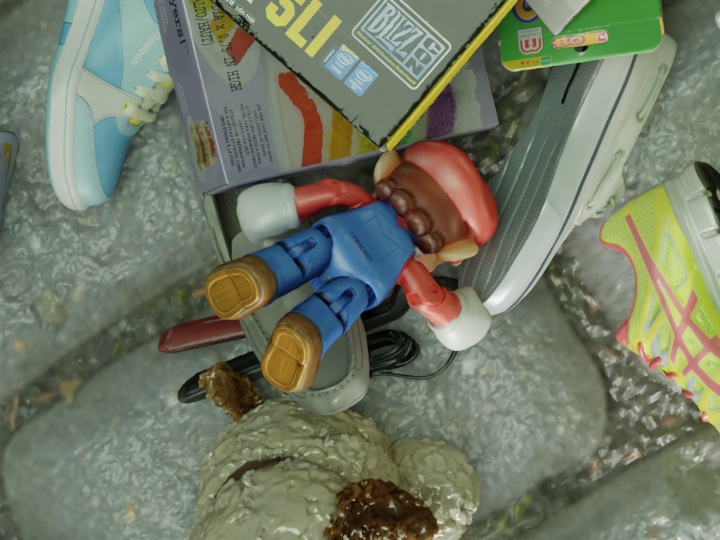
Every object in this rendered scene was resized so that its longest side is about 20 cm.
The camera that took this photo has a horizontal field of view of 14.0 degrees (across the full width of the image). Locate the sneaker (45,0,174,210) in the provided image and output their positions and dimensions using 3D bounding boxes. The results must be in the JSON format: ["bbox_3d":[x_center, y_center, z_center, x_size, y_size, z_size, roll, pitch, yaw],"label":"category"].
[{"bbox_3d":[-0.113,-0.126,1.769,0.130,0.080,0.201,12,96,11],"label":"sneaker"}]

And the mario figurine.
[{"bbox_3d":[0.000,0.000,1.680,0.106,0.200,0.124,6,118,44],"label":"mario figurine"}]

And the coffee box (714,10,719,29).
[{"bbox_3d":[0.336,-0.116,1.621,0.197,0.200,0.200,-37,85,11],"label":"coffee box"}]

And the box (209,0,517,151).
[{"bbox_3d":[-0.007,-0.190,1.628,0.200,0.049,0.160,41,101,1],"label":"box"}]

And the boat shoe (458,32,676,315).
[{"bbox_3d":[0.129,-0.058,1.729,0.066,0.074,0.201,22,101,-30],"label":"boat shoe"}]

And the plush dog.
[{"bbox_3d":[-0.043,0.143,1.705,0.199,0.172,0.161,-31,105,10],"label":"plush dog"}]

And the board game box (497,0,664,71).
[{"bbox_3d":[0.123,-0.210,1.709,0.095,0.030,0.201,-7,66,11],"label":"board game box"}]

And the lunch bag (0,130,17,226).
[{"bbox_3d":[-0.283,-0.073,1.759,0.126,0.170,0.201,-20,86,8],"label":"lunch bag"}]

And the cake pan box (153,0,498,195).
[{"bbox_3d":[-0.027,-0.159,1.719,0.183,0.052,0.201,-12,89,-25],"label":"cake pan box"}]

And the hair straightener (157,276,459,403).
[{"bbox_3d":[-0.019,0.049,1.787,0.199,0.041,0.077,-16,108,6],"label":"hair straightener"}]

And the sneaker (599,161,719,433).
[{"bbox_3d":[0.199,0.043,1.726,0.090,0.078,0.201,-19,83,19],"label":"sneaker"}]

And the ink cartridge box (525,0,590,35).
[{"bbox_3d":[0.116,-0.267,1.673,0.176,0.045,0.200,-45,75,26],"label":"ink cartridge box"}]

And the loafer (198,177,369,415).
[{"bbox_3d":[-0.052,-0.005,1.729,0.070,0.070,0.201,-28,60,-2],"label":"loafer"}]
